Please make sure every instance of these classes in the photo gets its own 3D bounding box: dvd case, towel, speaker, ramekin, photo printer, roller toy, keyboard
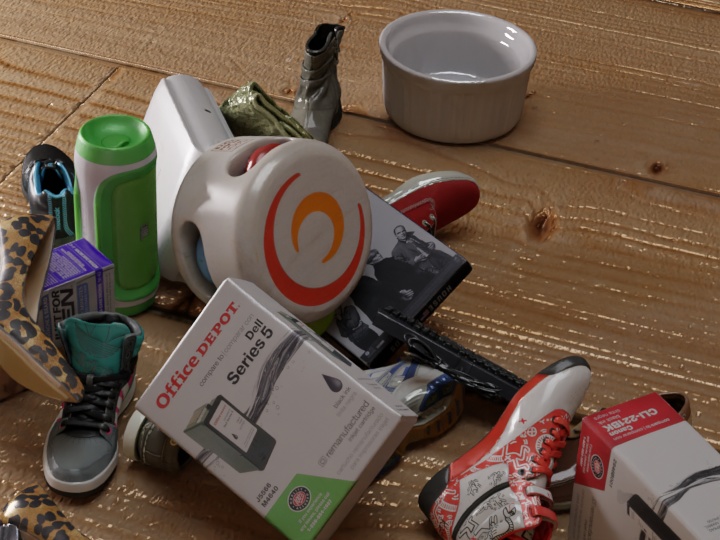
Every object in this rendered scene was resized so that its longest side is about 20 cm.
[{"bbox_3d":[0.000,0.000,1.734,0.150,0.025,0.200,-46,50,-8],"label":"dvd case"},{"bbox_3d":[-0.099,-0.137,1.834,0.037,0.148,0.200,-49,12,-15],"label":"towel"},{"bbox_3d":[-0.248,-0.055,1.699,0.088,0.201,0.089,2,34,-2],"label":"speaker"},{"bbox_3d":[0.120,-0.244,2.101,0.199,0.098,0.201,2,34,-1],"label":"ramekin"},{"bbox_3d":[-0.192,-0.095,1.800,0.069,0.167,0.200,9,30,-27],"label":"photo printer"},{"bbox_3d":[-0.092,-0.045,1.669,0.139,0.202,0.182,8,-13,45],"label":"roller toy"},{"bbox_3d":[0.101,0.089,1.594,0.199,0.021,0.127,28,12,4],"label":"keyboard"}]

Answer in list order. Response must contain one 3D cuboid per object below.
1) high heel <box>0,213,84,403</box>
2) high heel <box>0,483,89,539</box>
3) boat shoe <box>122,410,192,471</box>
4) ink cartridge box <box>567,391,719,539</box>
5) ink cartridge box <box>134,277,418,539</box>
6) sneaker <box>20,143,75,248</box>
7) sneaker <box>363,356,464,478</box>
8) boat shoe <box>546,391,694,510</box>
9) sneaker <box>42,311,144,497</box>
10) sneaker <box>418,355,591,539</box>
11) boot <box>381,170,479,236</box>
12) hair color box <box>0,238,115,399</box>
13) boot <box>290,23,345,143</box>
[{"bbox_3d":[-0.285,0.028,1.520,0.200,0.072,0.142,38,57,22],"label":"high heel"},{"bbox_3d":[-0.211,0.226,1.391,0.198,0.072,0.143,-5,41,4],"label":"high heel"},{"bbox_3d":[-0.144,0.118,1.576,0.060,0.072,0.202,21,44,23],"label":"boat shoe"},{"bbox_3d":[0.266,0.224,1.391,0.083,0.145,0.200,-16,38,-24],"label":"ink cartridge box"},{"bbox_3d":[-0.074,0.123,1.446,0.200,0.146,0.084,37,4,13],"label":"ink cartridge box"},{"bbox_3d":[-0.341,-0.098,1.861,0.073,0.082,0.200,-9,35,-15],"label":"sneaker"},{"bbox_3d":[0.007,0.139,1.568,0.088,0.076,0.199,22,29,38],"label":"sneaker"},{"bbox_3d":[0.224,0.160,1.541,0.199,0.072,0.076,-19,40,-24],"label":"boat shoe"},{"bbox_3d":[-0.247,0.105,1.537,0.083,0.122,0.201,5,35,1],"label":"sneaker"},{"bbox_3d":[0.154,0.176,1.460,0.201,0.067,0.108,-43,50,-2],"label":"sneaker"},{"bbox_3d":[0.068,-0.031,1.815,0.199,0.073,0.144,-22,42,-20],"label":"boot"},{"bbox_3d":[-0.335,0.057,1.610,0.199,0.110,0.065,-23,43,-32],"label":"hair color box"},{"bbox_3d":[-0.063,-0.214,2.011,0.067,0.132,0.200,8,34,8],"label":"boot"}]
